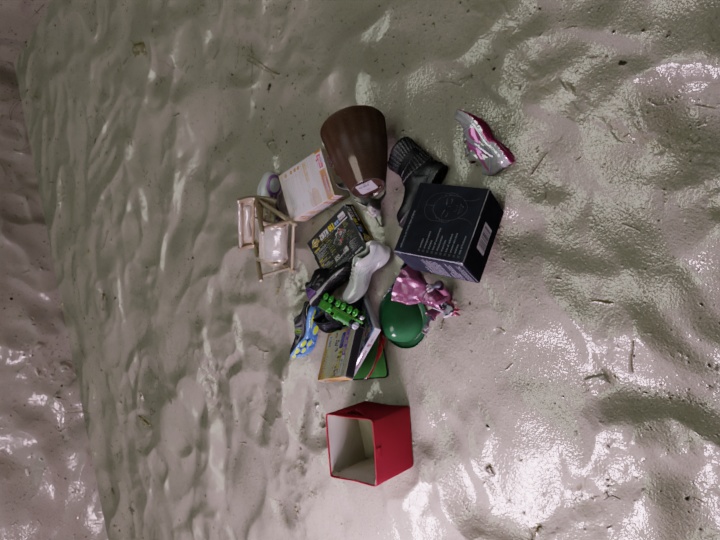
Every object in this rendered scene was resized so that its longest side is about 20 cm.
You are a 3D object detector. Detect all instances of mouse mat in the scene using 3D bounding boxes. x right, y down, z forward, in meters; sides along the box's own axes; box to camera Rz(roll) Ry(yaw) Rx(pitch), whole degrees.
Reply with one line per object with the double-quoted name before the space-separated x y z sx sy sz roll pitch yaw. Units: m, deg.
"mouse mat" -0.005 0.247 1.722 0.199 0.007 0.163 -13 84 38

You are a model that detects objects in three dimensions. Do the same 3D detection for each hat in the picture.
"hat" 0.071 0.149 1.545 0.166 0.175 0.201 -42 68 35

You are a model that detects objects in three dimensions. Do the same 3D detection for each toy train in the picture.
"toy train" -0.055 0.115 1.615 0.199 0.042 0.057 24 84 53

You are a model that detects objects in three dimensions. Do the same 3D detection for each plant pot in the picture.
"plant pot" -0.001 -0.306 1.551 0.186 0.186 0.202 -31 61 36

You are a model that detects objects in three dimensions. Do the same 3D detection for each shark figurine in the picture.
"shark figurine" 0.027 -0.212 1.647 0.090 0.128 0.215 -45 44 4

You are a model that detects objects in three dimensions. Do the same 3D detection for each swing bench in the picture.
"swing bench" -0.303 -0.110 1.829 0.200 0.129 0.200 48 143 39

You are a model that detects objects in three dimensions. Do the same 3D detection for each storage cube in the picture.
"storage cube" 0.028 0.473 1.597 0.170 0.179 0.202 -5 88 39

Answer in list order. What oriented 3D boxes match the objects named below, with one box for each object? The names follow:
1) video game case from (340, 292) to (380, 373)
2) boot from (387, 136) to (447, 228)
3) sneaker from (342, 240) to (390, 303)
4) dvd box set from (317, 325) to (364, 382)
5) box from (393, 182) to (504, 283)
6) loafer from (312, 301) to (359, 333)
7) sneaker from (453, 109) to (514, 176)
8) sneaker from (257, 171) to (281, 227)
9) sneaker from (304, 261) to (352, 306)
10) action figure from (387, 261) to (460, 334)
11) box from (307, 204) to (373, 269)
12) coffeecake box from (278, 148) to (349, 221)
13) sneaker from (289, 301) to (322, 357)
"video game case" -0.009 0.183 1.640 0.183 0.023 0.200 -62 22 21
"boot" 0.124 -0.236 1.544 0.157 0.079 0.212 38 104 24
"sneaker" 0.000 0.000 1.626 0.201 0.080 0.070 -57 37 5
"dvd box set" -0.058 0.242 1.631 0.200 0.029 0.148 -27 46 60
"box" 0.218 -0.096 1.407 0.195 0.124 0.202 13 75 36
"loafer" -0.074 0.134 1.703 0.200 0.070 0.069 -33 34 49
"sneaker" 0.285 -0.313 1.411 0.088 0.081 0.201 -45 65 29
"sneaker" -0.311 -0.233 1.920 0.099 0.074 0.202 35 115 53
"sneaker" -0.103 0.019 1.692 0.200 0.075 0.088 -43 64 34
"action figure" 0.179 0.069 1.521 0.199 0.149 0.135 28 120 14
"box" -0.059 -0.075 1.723 0.200 0.049 0.161 -43 65 34
"coffeecake box" -0.147 -0.261 1.769 0.199 0.073 0.155 -24 78 38
"sneaker" -0.178 0.190 1.830 0.083 0.070 0.201 37 114 47
